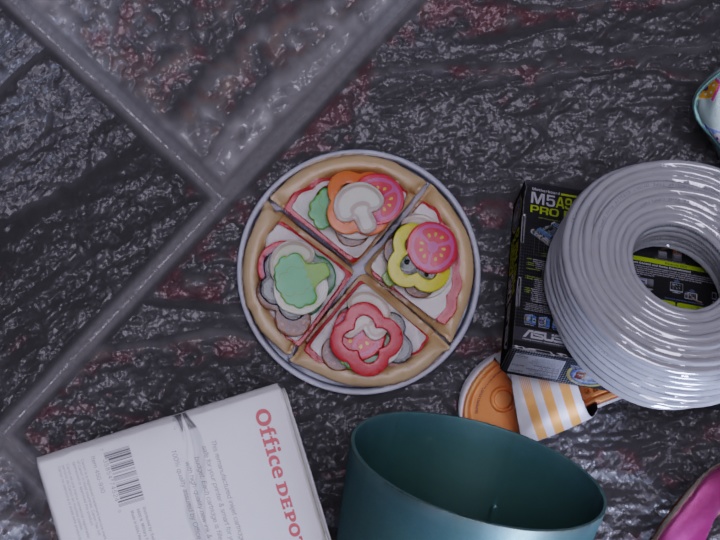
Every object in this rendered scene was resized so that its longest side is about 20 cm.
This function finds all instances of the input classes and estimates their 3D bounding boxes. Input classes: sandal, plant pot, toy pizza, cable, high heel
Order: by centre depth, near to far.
[{"bbox_3d":[0.070,0.222,1.620,0.200,0.201,0.161,14,107,-4],"label":"plant pot"},{"bbox_3d":[0.244,0.009,1.639,0.199,0.069,0.200,-1,60,-12],"label":"cable"},{"bbox_3d":[0.176,0.082,1.707,0.206,0.059,0.079,-22,87,-7],"label":"sandal"},{"bbox_3d":[0.320,0.189,1.708,0.096,0.067,0.200,44,69,10],"label":"high heel"},{"bbox_3d":[0.000,0.000,1.712,0.200,0.032,0.201,1,84,-5],"label":"toy pizza"}]

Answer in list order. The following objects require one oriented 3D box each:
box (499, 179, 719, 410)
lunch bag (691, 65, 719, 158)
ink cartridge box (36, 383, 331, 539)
[{"bbox_3d":[0.218,0.020,1.695,0.199,0.044,0.161,10,58,-5],"label":"box"},{"bbox_3d":[0.381,-0.110,1.722,0.160,0.077,0.200,-39,90,9],"label":"lunch bag"},{"bbox_3d":[-0.136,0.186,1.654,0.200,0.083,0.147,-16,87,-6],"label":"ink cartridge box"}]
